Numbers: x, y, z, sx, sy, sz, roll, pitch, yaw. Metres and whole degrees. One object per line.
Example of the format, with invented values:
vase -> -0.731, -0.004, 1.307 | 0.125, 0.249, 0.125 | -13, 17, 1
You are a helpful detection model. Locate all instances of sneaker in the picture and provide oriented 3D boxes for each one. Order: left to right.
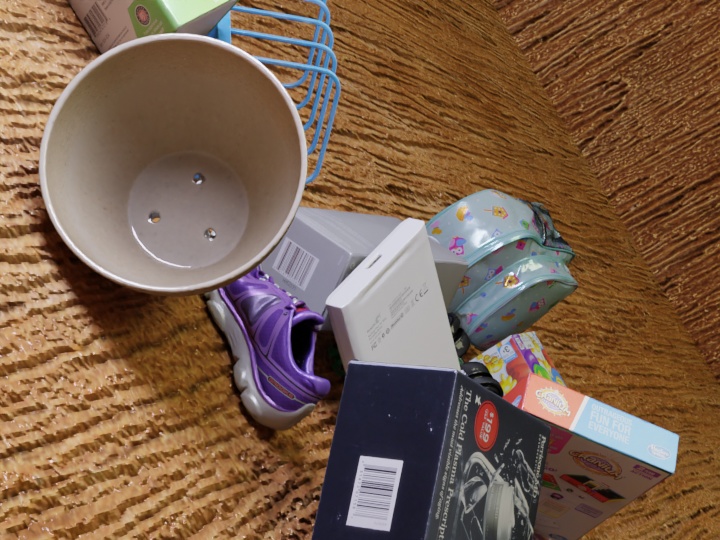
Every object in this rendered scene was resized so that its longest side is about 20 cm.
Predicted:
sneaker -> -0.074, 0.041, 1.411 | 0.081, 0.083, 0.201 | 31, 30, -55

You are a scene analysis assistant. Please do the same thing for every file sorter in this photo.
file sorter -> -0.094, -0.191, 1.588 | 0.122, 0.139, 0.200 | 8, 35, -12

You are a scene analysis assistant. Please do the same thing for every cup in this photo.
cup -> -0.140, -0.064, 1.284 | 0.201, 0.200, 0.143 | 61, -8, 12

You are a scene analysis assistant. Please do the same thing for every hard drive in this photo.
hard drive -> 0.035, 0.071, 1.509 | 0.132, 0.026, 0.201 | -45, 135, -35

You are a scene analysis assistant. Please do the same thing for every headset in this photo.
headset -> 0.083, 0.108, 1.695 | 0.124, 0.094, 0.200 | 58, 2, 15

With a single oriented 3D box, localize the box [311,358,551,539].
box -> 0.057, 0.194, 1.316 | 0.182, 0.104, 0.201 | 33, 65, -55

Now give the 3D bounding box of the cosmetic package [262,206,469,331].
cosmetic package -> 0.000, 0.000, 1.559 | 0.107, 0.091, 0.200 | 34, 14, 35

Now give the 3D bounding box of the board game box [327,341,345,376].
board game box -> 0.001, 0.047, 1.700 | 0.200, 0.026, 0.201 | 32, 31, -54

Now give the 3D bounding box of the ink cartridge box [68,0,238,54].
ink cartridge box -> -0.213, -0.287, 1.473 | 0.084, 0.145, 0.201 | -33, 91, -31

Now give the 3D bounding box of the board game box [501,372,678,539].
board game box -> 0.173, 0.176, 1.494 | 0.152, 0.200, 0.040 | 24, 56, -11

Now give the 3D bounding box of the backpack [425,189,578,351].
backpack -> 0.148, -0.002, 1.938 | 0.200, 0.176, 0.154 | 25, 32, -53

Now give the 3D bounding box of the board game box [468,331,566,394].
board game box -> 0.192, 0.182, 1.853 | 0.201, 0.105, 0.103 | 60, 18, 10

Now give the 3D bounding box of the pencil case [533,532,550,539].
pencil case -> 0.140, 0.285, 1.582 | 0.200, 0.083, 0.086 | -41, 136, -70
